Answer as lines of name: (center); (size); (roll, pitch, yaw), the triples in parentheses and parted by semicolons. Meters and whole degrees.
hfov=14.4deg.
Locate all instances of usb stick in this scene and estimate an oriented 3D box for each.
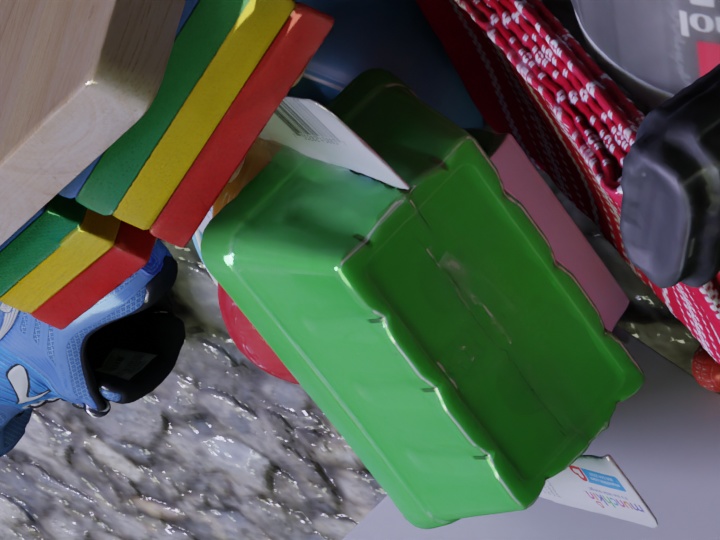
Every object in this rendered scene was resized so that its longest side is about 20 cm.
usb stick: (0.140, -0.063, 0.691); (0.033, 0.200, 0.056); (42, 152, 26)

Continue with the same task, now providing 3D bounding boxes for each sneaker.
sneaker: (-0.126, 0.034, 1.153); (0.089, 0.079, 0.200); (34, 148, -1)

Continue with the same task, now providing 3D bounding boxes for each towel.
towel: (0.064, -0.036, 0.836); (0.145, 0.022, 0.200); (54, 180, -43)

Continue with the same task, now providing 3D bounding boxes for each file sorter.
file sorter: (0.073, 0.144, 0.991); (0.139, 0.200, 0.125); (36, 166, 52)

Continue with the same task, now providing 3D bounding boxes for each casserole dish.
casserole dish: (-0.016, -0.036, 1.004); (0.121, 0.039, 0.200); (18, 145, 19)

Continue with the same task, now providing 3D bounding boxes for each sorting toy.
sorting toy: (-0.062, -0.089, 0.829); (0.069, 0.201, 0.199); (24, 151, -20)

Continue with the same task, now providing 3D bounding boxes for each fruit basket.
fruit basket: (0.000, 0.000, 0.934); (0.185, 0.094, 0.200); (52, 168, -23)

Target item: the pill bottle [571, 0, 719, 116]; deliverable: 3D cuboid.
pill bottle: (0.105, -0.106, 0.738); (0.110, 0.111, 0.200); (15, 145, 24)

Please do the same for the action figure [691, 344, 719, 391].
action figure: (0.187, 0.018, 0.896); (0.200, 0.052, 0.066); (-13, 124, 40)
